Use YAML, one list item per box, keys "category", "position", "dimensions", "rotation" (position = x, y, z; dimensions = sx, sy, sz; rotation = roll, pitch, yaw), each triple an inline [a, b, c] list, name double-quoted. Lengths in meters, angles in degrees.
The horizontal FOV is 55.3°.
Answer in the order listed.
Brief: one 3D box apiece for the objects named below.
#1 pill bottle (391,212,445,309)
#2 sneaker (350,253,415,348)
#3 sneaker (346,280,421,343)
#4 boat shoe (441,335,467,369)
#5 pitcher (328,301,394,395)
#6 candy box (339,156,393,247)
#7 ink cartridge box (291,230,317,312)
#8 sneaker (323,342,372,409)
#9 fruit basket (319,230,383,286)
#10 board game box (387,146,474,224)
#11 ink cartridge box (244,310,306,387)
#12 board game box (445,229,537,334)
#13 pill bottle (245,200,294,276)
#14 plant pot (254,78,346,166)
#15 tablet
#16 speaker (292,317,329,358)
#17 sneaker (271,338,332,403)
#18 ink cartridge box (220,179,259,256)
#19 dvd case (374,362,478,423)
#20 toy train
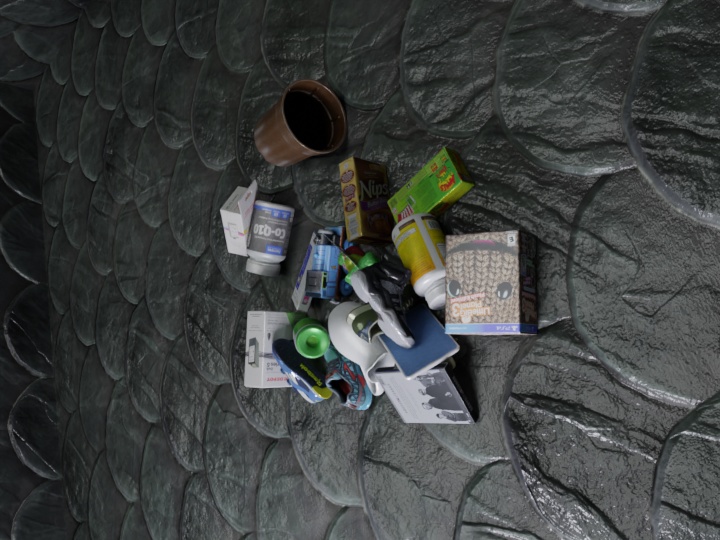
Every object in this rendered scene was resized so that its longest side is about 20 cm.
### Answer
- category: "pill bottle"
  position: [0.150, -0.019, 1.500]
  dimensions: [0.109, 0.109, 0.200]
  rotation: [-41, 57, 34]
- category: "sneaker"
  position: [0.076, 0.060, 1.450]
  dimensions: [0.200, 0.114, 0.075]
  rotation: [54, 161, -3]
- category: "sneaker"
  position: [0.075, 0.097, 1.525]
  dimensions: [0.090, 0.200, 0.067]
  rotation: [53, 163, 40]
- category: "boat shoe"
  position: [0.152, 0.174, 1.512]
  dimensions: [0.201, 0.063, 0.074]
  rotation: [0, 125, 55]
- category: "pitcher"
  position: [0.004, 0.185, 1.630]
  dimensions: [0.200, 0.121, 0.172]
  rotation: [50, 146, 38]
- category: "candy box"
  position: [0.016, -0.163, 1.651]
  dimensions: [0.056, 0.117, 0.200]
  rotation: [-21, 70, 42]
- category: "ink cartridge box"
  position: [-0.133, 0.002, 1.816]
  dimensions: [0.095, 0.037, 0.200]
  rotation: [-127, 52, -67]
- category: "sneaker"
  position: [-0.047, 0.250, 1.677]
  dimensions: [0.079, 0.095, 0.200]
  rotation: [-55, 51, 25]
- category: "fruit basket"
  position: [0.000, 0.000, 1.602]
  dimensions: [0.200, 0.185, 0.094]
  rotation: [36, 89, 40]
- category: "board game box"
  position: [0.156, -0.174, 1.558]
  dimensions: [0.200, 0.048, 0.102]
  rotation: [-42, 57, 34]
- category: "ink cartridge box"
  position: [-0.226, 0.210, 1.831]
  dimensions: [0.084, 0.145, 0.200]
  rotation: [-4, 83, 44]
- category: "board game box"
  position: [0.259, 0.028, 1.369]
  dimensions: [0.159, 0.097, 0.200]
  rotation: [-4, 82, 33]
- category: "pill bottle"
  position: [-0.256, -0.090, 1.924]
  dimensions: [0.114, 0.114, 0.200]
  rotation: [16, 96, 46]
- category: "plant pot"
  position: [-0.173, -0.379, 1.832]
  dimensions: [0.198, 0.200, 0.201]
  rotation: [-17, 73, 51]
- category: "tablet"
  position: [0.120, 0.149, 1.476]
  dimensions: [0.130, 0.014, 0.200]
  rotation: [-30, 31, -3]
- category: "speaker"
  position: [-0.124, 0.166, 1.710]
  dimensions: [0.200, 0.088, 0.089]
  rotation: [-167, 84, -83]
- category: "sneaker"
  position: [-0.163, 0.264, 1.768]
  dimensions: [0.200, 0.074, 0.082]
  rotation: [49, 136, 3]
- category: "ink cartridge box"
  position: [-0.334, -0.154, 1.940]
  dimensions: [0.067, 0.117, 0.200]
  rotation: [13, 135, 13]
- category: "dvd case"
  position: [0.139, 0.266, 1.475]
  dimensions: [0.200, 0.025, 0.150]
  rotation: [-11, 116, 45]
- category: "toy train"
  position: [-0.073, -0.017, 1.725]
  dimensions: [0.087, 0.114, 0.200]
  rotation: [5, 89, 45]
